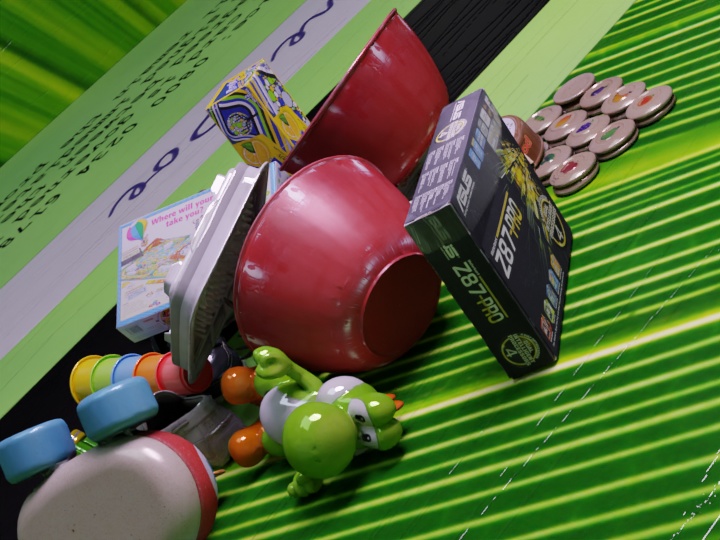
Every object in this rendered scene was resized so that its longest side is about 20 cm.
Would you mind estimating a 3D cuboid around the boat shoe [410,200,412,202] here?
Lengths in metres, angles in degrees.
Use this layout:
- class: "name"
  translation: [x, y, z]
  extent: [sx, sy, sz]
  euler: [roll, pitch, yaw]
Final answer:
- class: "boat shoe"
  translation: [0.000, 0.000, 1.447]
  extent: [0.199, 0.074, 0.060]
  euler: [-27, 17, 4]

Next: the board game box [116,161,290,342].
- class: "board game box"
  translation: [-0.162, -0.019, 1.551]
  extent: [0.199, 0.034, 0.135]
  euler: [-21, 52, 20]

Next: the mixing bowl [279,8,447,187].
- class: "mixing bowl"
  translation: [0.019, -0.152, 1.503]
  extent: [0.201, 0.108, 0.200]
  euler: [-55, 4, 5]

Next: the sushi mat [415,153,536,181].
- class: "sushi mat"
  translation: [0.106, -0.093, 1.418]
  extent: [0.096, 0.012, 0.200]
  euler: [-44, 21, 7]

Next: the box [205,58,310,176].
- class: "box"
  translation: [-0.082, -0.129, 1.660]
  extent: [0.064, 0.200, 0.070]
  euler: [-27, 22, 28]

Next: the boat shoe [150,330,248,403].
- class: "boat shoe"
  translation: [-0.175, 0.086, 1.548]
  extent: [0.074, 0.066, 0.199]
  euler: [-39, 21, -6]

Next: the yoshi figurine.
- class: "yoshi figurine"
  translation: [-0.054, 0.126, 1.231]
  extent: [0.200, 0.112, 0.112]
  euler: [-3, 55, 53]

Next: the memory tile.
- class: "memory tile"
  translation: [0.212, -0.138, 1.465]
  extent: [0.153, 0.017, 0.200]
  euler: [-40, 20, -8]

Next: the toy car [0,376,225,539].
- class: "toy car"
  translation: [-0.168, 0.189, 1.246]
  extent: [0.176, 0.185, 0.200]
  euler: [-27, -6, 24]

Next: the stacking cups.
- class: "stacking cups"
  translation: [-0.218, 0.113, 1.513]
  extent: [0.199, 0.061, 0.061]
  euler: [-6, 37, 48]

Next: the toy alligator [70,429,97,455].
- class: "toy alligator"
  translation: [-0.269, 0.193, 1.503]
  extent: [0.054, 0.059, 0.200]
  euler: [-66, -7, 19]

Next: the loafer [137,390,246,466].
- class: "loafer"
  translation: [-0.181, 0.144, 1.427]
  extent: [0.200, 0.070, 0.070]
  euler: [-8, 33, 51]

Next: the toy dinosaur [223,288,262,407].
- class: "toy dinosaur"
  translation: [-0.053, 0.034, 1.374]
  extent: [0.199, 0.182, 0.105]
  euler: [-13, -14, 23]

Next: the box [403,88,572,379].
- class: "box"
  translation: [0.109, -0.034, 1.207]
  extent: [0.049, 0.161, 0.200]
  euler: [-26, 23, 26]

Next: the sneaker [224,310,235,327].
- class: "sneaker"
  translation: [-0.194, 0.029, 1.691]
  extent: [0.199, 0.074, 0.116]
  euler: [-25, 21, 27]

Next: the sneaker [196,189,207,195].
- class: "sneaker"
  translation: [-0.095, -0.053, 1.609]
  extent: [0.199, 0.088, 0.076]
  euler: [-4, 31, 15]

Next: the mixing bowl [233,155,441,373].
- class: "mixing bowl"
  translation: [-0.002, 0.011, 1.295]
  extent: [0.108, 0.201, 0.200]
  euler: [27, 64, 40]

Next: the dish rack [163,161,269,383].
- class: "dish rack"
  translation: [-0.137, -0.002, 1.368]
  extent: [0.200, 0.043, 0.172]
  euler: [106, -172, -66]

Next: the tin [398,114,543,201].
- class: "tin"
  translation: [0.103, -0.100, 1.505]
  extent: [0.112, 0.042, 0.200]
  euler: [-53, 22, -26]
